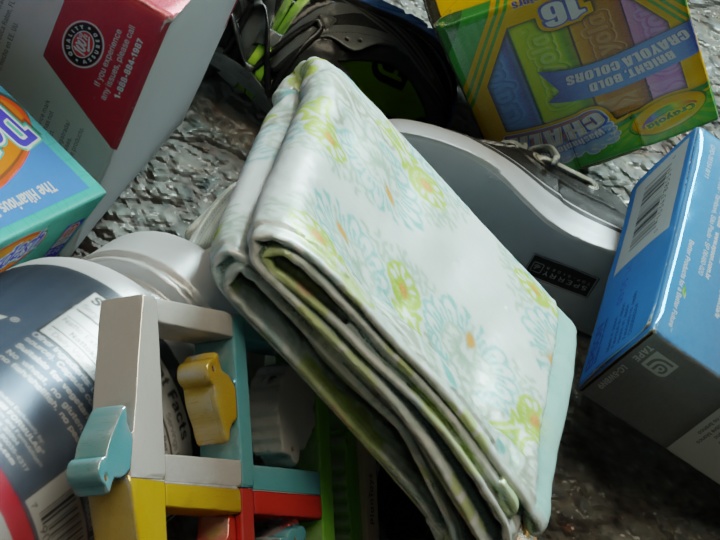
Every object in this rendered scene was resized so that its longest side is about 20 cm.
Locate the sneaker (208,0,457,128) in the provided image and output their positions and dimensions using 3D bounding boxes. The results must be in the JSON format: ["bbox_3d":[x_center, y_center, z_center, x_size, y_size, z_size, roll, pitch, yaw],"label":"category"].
[{"bbox_3d":[-0.039,-0.114,1.257,0.199,0.071,0.083,19,31,-16],"label":"sneaker"}]

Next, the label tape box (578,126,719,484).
[{"bbox_3d":[0.210,0.045,1.175,0.200,0.063,0.145,33,45,-12],"label":"label tape box"}]

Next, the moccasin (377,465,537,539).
[{"bbox_3d":[0.064,0.145,1.022,0.077,0.074,0.202,2,33,-19],"label":"moccasin"}]

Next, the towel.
[{"bbox_3d":[0.019,0.010,1.019,0.171,0.048,0.200,50,21,-15],"label":"towel"}]

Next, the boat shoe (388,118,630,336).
[{"bbox_3d":[0.083,-0.029,1.233,0.198,0.074,0.068,21,34,-13],"label":"boat shoe"}]

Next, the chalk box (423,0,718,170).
[{"bbox_3d":[0.105,-0.133,1.283,0.123,0.200,0.125,-19,57,7],"label":"chalk box"}]

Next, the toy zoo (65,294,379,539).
[{"bbox_3d":[-0.049,0.082,0.934,0.200,0.020,0.132,13,72,-60],"label":"toy zoo"}]

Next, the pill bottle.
[{"bbox_3d":[-0.126,0.064,0.951,0.119,0.120,0.200,37,37,11],"label":"pill bottle"}]

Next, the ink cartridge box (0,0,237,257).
[{"bbox_3d":[-0.169,-0.137,1.139,0.199,0.146,0.145,30,36,2],"label":"ink cartridge box"}]

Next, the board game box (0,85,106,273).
[{"bbox_3d":[-0.214,-0.069,0.988,0.200,0.045,0.152,45,26,5],"label":"board game box"}]

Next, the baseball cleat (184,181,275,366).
[{"bbox_3d":[0.000,0.000,1.119,0.199,0.107,0.070,-11,8,-41],"label":"baseball cleat"}]
